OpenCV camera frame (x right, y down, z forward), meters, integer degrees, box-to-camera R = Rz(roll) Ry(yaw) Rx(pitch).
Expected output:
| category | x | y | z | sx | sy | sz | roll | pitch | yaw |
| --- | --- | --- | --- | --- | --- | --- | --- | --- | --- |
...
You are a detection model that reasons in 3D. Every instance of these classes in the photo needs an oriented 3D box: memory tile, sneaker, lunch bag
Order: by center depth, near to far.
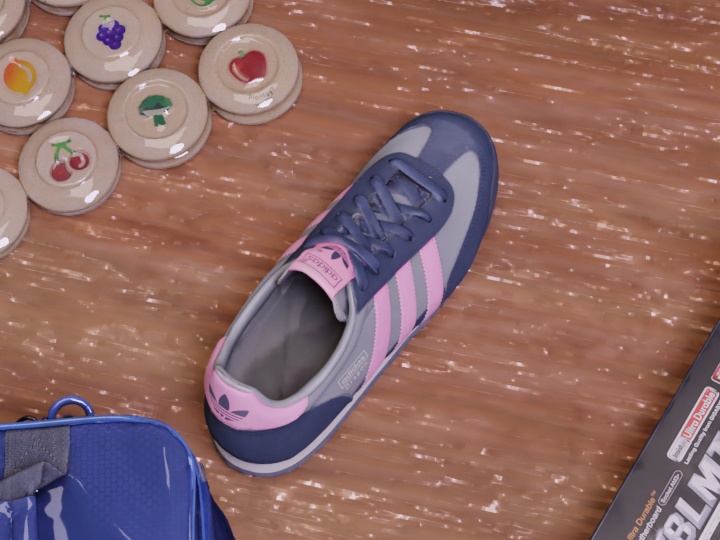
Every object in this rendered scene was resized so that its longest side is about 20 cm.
| category | x | y | z | sx | sy | sz | roll | pitch | yaw |
| --- | --- | --- | --- | --- | --- | --- | --- | --- | --- |
| lunch bag | -0.121 | 0.150 | 0.883 | 0.135 | 0.132 | 0.201 | -5 | 68 | 2 |
| sneaker | 0.000 | 0.000 | 0.963 | 0.070 | 0.082 | 0.200 | 28 | 72 | 15 |
| memory tile | -0.143 | -0.102 | 1.052 | 0.200 | 0.017 | 0.154 | -28 | 68 | -7 |

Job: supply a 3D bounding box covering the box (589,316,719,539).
| category | x | y | z | sx | sy | sz | roll | pitch | yaw |
| --- | --- | --- | --- | --- | --- | --- | --- | --- | --- |
| box | 0.206 | 0.128 | 0.912 | 0.198 | 0.050 | 0.200 | 27 | 71 | 16 |
